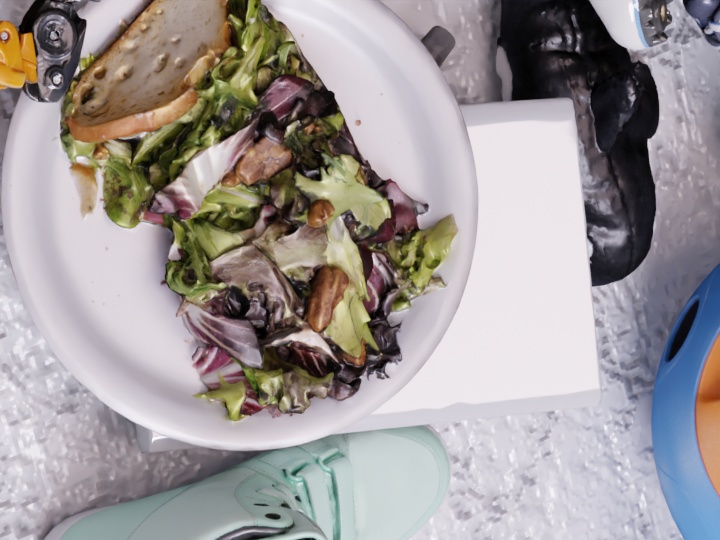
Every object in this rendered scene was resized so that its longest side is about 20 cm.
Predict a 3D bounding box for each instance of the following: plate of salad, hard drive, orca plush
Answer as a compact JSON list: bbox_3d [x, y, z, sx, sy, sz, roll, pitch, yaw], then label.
[{"bbox_3d":[-0.043,-0.029,0.968,0.198,0.048,0.202,2,85,-19],"label":"plate of salad"},{"bbox_3d":[0.000,0.000,1.018,0.198,0.026,0.133,-5,88,-19],"label":"hard drive"},{"bbox_3d":[0.112,-0.091,1.096,0.104,0.071,0.202,-1,94,-34],"label":"orca plush"}]

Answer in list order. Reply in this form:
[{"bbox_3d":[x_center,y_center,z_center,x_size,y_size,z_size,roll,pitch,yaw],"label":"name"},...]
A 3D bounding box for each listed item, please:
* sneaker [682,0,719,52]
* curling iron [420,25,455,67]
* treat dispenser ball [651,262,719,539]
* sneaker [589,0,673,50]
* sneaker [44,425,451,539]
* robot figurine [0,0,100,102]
[{"bbox_3d":[0.182,-0.125,1.114,0.084,0.077,0.201,-8,137,-11],"label":"sneaker"},{"bbox_3d":[-0.016,-0.020,1.044,0.049,0.026,0.201,36,76,-24],"label":"curling iron"},{"bbox_3d":[0.233,0.070,1.114,0.199,0.200,0.203,-3,96,-33],"label":"treat dispenser ball"},{"bbox_3d":[0.081,-0.185,1.052,0.201,0.072,0.072,68,19,2],"label":"sneaker"},{"bbox_3d":[-0.020,0.113,0.998,0.199,0.118,0.074,-17,102,-33],"label":"sneaker"},{"bbox_3d":[-0.172,-0.145,0.910,0.144,0.058,0.202,-11,100,-32],"label":"robot figurine"}]
